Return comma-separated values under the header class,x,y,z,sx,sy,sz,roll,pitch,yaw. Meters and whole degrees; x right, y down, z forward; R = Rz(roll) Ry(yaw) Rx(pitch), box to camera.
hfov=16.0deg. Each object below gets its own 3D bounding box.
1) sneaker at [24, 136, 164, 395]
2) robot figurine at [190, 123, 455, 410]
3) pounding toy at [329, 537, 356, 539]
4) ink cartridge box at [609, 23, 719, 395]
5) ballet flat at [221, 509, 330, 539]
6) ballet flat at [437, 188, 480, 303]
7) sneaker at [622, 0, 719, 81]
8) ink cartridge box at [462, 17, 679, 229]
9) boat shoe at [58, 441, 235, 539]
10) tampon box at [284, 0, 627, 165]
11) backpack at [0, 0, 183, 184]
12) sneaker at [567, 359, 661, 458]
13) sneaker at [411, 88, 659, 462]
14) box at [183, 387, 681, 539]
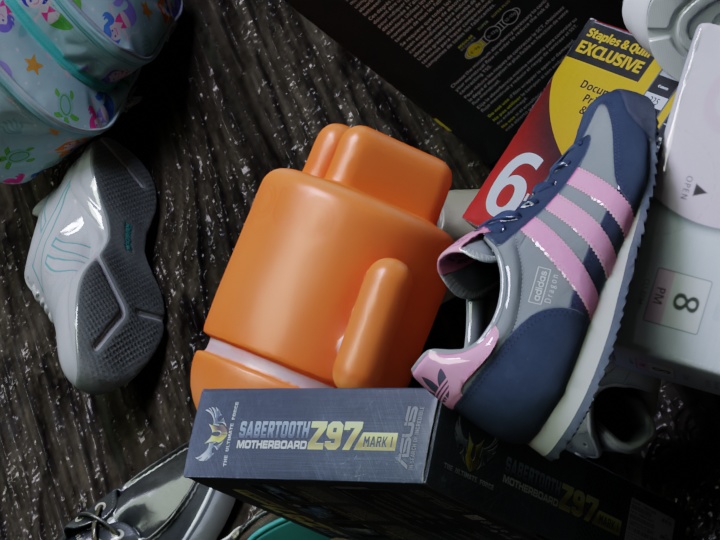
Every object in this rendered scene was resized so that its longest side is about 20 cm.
class,x,y,z,sx,sy,sz,roll,pitch,yaw
sneaker,-0.172,0.009,1.627,0.080,0.070,0.201,-35,36,28
robot figurine,-0.020,0.024,1.370,0.144,0.117,0.200,19,86,31
pounding toy,0.014,0.229,1.239,0.200,0.142,0.185,1,64,43
ink cartridge box,0.229,-0.011,1.181,0.199,0.057,0.163,14,77,15
ballet flat,-0.055,0.161,1.416,0.200,0.068,0.075,-41,27,18
ballet flat,0.000,0.000,1.465,0.200,0.069,0.070,-29,47,26
sneaker,0.231,-0.136,1.283,0.081,0.199,0.077,-120,30,-76
ink cartridge box,0.180,-0.052,1.317,0.200,0.084,0.176,27,82,49
boat shoe,-0.151,0.170,1.498,0.200,0.057,0.069,-47,41,9
tampon box,0.036,-0.186,1.453,0.126,0.200,0.150,-41,42,14
backpack,-0.218,-0.162,1.668,0.150,0.178,0.200,-27,24,32
sneaker,0.098,0.071,1.284,0.092,0.200,0.076,45,57,13
sneaker,0.082,-0.014,1.166,0.070,0.082,0.200,121,170,-53
box,0.037,0.108,1.254,0.157,0.200,0.051,-4,67,42
